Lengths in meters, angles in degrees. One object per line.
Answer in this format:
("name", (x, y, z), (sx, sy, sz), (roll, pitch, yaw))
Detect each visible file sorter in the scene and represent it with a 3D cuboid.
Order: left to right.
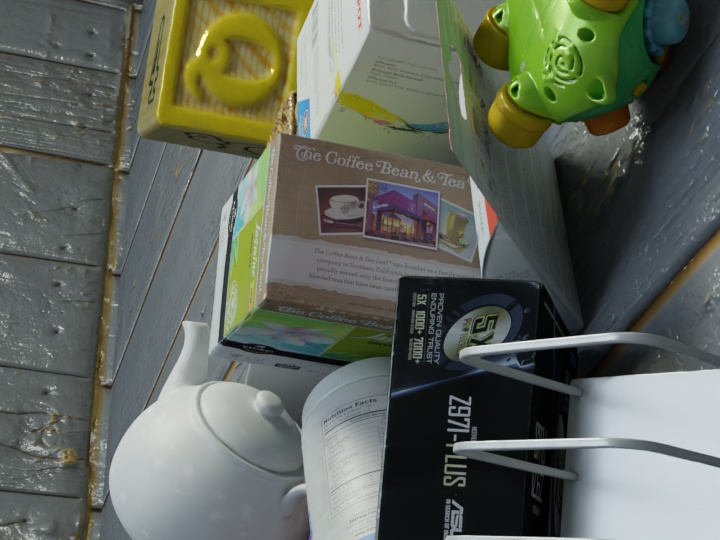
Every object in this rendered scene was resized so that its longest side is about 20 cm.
("file sorter", (0.120, 0.141, 0.772), (0.138, 0.124, 0.203), (-9, 71, 47))

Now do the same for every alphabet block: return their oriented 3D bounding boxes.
("alphabet block", (-0.171, -0.257, 2.017), (0.200, 0.193, 0.199), (-178, 95, -74))

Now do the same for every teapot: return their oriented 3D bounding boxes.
("teapot", (-0.107, 0.168, 1.340), (0.147, 0.199, 0.198), (-54, 8, 22))

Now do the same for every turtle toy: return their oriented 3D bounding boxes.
("turtle toy", (0.144, -0.169, 0.989), (0.202, 0.100, 0.146), (-95, 26, -44))

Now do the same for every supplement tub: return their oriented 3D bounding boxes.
("supplement tub", (0.025, 0.179, 1.171), (0.201, 0.130, 0.133), (-99, 24, -49))

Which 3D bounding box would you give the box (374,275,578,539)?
("box", (0.076, 0.106, 0.949), (0.200, 0.085, 0.166), (47, -133, -70))

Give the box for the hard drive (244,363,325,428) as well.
("hard drive", (-0.033, 0.085, 1.406), (0.027, 0.130, 0.202), (-84, 8, -57))

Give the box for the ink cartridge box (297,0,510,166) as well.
("ink cartridge box", (0.041, -0.180, 1.286), (0.200, 0.143, 0.149), (123, 152, -55))

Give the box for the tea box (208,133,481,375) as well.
("tea box", (0.000, 0.000, 1.231), (0.197, 0.197, 0.136), (136, 140, -67))

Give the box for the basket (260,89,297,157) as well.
("basket", (-0.030, -0.044, 1.460), (0.201, 0.141, 0.150), (-92, 24, -56))

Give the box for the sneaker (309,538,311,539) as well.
("sneaker", (-0.031, 0.268, 1.402), (0.200, 0.087, 0.082), (-125, 45, -70))

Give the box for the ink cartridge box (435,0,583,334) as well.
("ink cartridge box", (0.080, -0.069, 1.037), (0.057, 0.200, 0.164), (-24, 46, 23))
